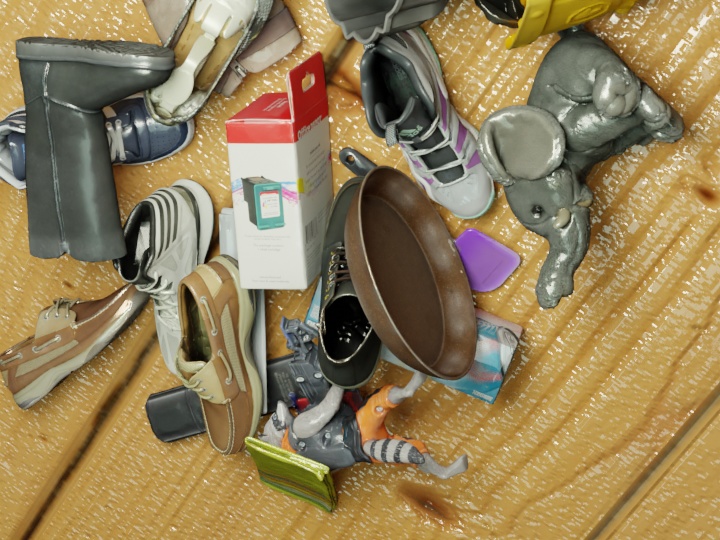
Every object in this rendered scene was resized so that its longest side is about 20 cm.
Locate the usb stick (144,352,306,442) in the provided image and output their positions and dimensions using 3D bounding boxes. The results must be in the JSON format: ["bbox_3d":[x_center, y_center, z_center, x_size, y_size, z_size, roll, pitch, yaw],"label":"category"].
[{"bbox_3d":[-0.128,0.129,1.508,0.199,0.033,0.056,-17,97,18],"label":"usb stick"}]

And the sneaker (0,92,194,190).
[{"bbox_3d":[-0.265,-0.122,1.410,0.199,0.109,0.070,-1,109,14],"label":"sneaker"}]

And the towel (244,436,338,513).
[{"bbox_3d":[-0.067,0.202,1.447,0.086,0.200,0.018,19,74,7],"label":"towel"}]

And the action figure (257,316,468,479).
[{"bbox_3d":[-0.018,0.139,1.410,0.193,0.105,0.200,-10,129,31],"label":"action figure"}]

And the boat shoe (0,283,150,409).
[{"bbox_3d":[-0.298,0.064,1.504,0.200,0.076,0.072,-37,95,20],"label":"boat shoe"}]

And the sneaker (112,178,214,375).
[{"bbox_3d":[-0.198,0.019,1.433,0.075,0.115,0.201,9,109,30],"label":"sneaker"}]

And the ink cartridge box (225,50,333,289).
[{"bbox_3d":[-0.072,-0.094,1.371,0.067,0.116,0.201,1,108,14],"label":"ink cartridge box"}]

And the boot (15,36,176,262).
[{"bbox_3d":[-0.232,-0.103,1.325,0.164,0.066,0.201,10,108,29],"label":"boot"}]

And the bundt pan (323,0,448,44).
[{"bbox_3d":[0.027,-0.296,1.251,0.076,0.202,0.203,-9,111,-23],"label":"bundt pan"}]

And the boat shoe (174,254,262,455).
[{"bbox_3d":[-0.145,0.084,1.421,0.076,0.074,0.201,18,119,45],"label":"boat shoe"}]

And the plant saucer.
[{"bbox_3d":[0.041,0.006,1.309,0.034,0.200,0.201,-21,103,26],"label":"plant saucer"}]

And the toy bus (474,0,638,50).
[{"bbox_3d":[0.181,-0.305,1.229,0.191,0.136,0.201,-14,80,-4],"label":"toy bus"}]

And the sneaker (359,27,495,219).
[{"bbox_3d":[0.051,-0.121,1.318,0.078,0.140,0.200,-27,100,20],"label":"sneaker"}]

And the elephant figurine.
[{"bbox_3d":[0.171,-0.099,1.297,0.141,0.155,0.200,36,106,-25],"label":"elephant figurine"}]

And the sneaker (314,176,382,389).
[{"bbox_3d":[0.000,0.000,1.331,0.074,0.106,0.201,3,75,1],"label":"sneaker"}]

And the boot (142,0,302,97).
[{"bbox_3d":[-0.107,-0.261,1.354,0.200,0.070,0.146,-37,103,23],"label":"boot"}]

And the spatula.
[{"bbox_3d":[0.059,-0.051,1.405,0.200,0.021,0.057,39,117,1],"label":"spatula"}]

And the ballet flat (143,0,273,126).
[{"bbox_3d":[-0.133,-0.207,1.309,0.072,0.072,0.201,35,116,0],"label":"ballet flat"}]

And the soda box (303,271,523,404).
[{"bbox_3d":[0.051,0.054,1.417,0.199,0.068,0.064,21,111,6],"label":"soda box"}]

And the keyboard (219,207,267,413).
[{"bbox_3d":[-0.115,0.040,1.456,0.056,0.011,0.201,6,102,37],"label":"keyboard"}]
